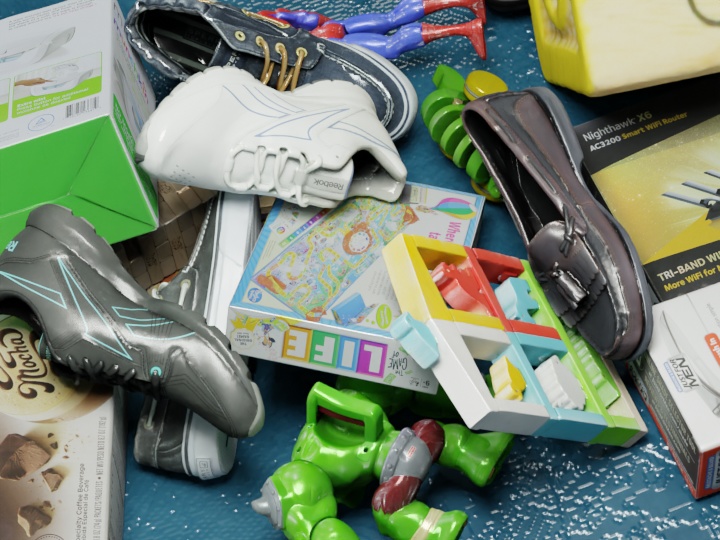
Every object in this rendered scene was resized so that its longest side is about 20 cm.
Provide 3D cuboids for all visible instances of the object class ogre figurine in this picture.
[{"bbox_3d":[0.018,0.118,1.473,0.119,0.098,0.201,28,72,9],"label":"ogre figurine"}]

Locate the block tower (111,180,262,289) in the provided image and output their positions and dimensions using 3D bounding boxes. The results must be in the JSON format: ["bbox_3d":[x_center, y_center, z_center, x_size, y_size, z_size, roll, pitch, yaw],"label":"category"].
[{"bbox_3d":[-0.155,-0.022,1.603,0.199,0.058,0.054,-31,58,-14],"label":"block tower"}]

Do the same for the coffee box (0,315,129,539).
[{"bbox_3d":[-0.204,0.116,1.499,0.112,0.080,0.201,-1,54,1],"label":"coffee box"}]

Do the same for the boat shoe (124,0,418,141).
[{"bbox_3d":[-0.063,-0.132,1.631,0.199,0.091,0.071,21,101,10],"label":"boat shoe"}]

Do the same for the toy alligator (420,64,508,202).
[{"bbox_3d":[0.093,-0.070,1.611,0.054,0.060,0.200,-9,48,-39],"label":"toy alligator"}]

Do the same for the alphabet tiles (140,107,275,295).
[{"bbox_3d":[-0.118,-0.048,1.655,0.198,0.006,0.167,-8,54,-1],"label":"alphabet tiles"}]

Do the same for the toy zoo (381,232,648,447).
[{"bbox_3d":[0.086,0.042,1.473,0.020,0.199,0.132,-42,58,27],"label":"toy zoo"}]

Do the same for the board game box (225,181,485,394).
[{"bbox_3d":[0.000,0.000,1.536,0.133,0.034,0.200,11,30,6],"label":"board game box"}]

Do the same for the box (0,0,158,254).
[{"bbox_3d":[-0.240,-0.081,1.581,0.199,0.097,0.177,-18,32,5],"label":"box"}]

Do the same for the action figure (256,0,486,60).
[{"bbox_3d":[-0.011,-0.159,1.700,0.198,0.052,0.066,-4,49,8],"label":"action figure"}]

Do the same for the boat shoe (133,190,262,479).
[{"bbox_3d":[-0.106,0.032,1.544,0.070,0.072,0.201,4,66,10],"label":"boat shoe"}]

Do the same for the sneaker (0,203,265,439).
[{"bbox_3d":[-0.145,0.046,1.469,0.200,0.076,0.079,37,66,17],"label":"sneaker"}]

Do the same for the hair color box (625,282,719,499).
[{"bbox_3d":[0.278,0.053,1.518,0.199,0.064,0.111,-18,55,-10],"label":"hair color box"}]

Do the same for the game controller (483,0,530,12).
[{"bbox_3d":[0.167,-0.243,1.743,0.199,0.042,0.105,-17,42,-7],"label":"game controller"}]

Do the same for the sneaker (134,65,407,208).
[{"bbox_3d":[-0.051,-0.079,1.539,0.199,0.075,0.087,-6,40,-38],"label":"sneaker"}]

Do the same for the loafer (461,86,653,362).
[{"bbox_3d":[0.118,-0.028,1.524,0.063,0.072,0.201,-3,57,-31],"label":"loafer"}]

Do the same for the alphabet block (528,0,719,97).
[{"bbox_3d":[0.214,-0.231,1.605,0.198,0.196,0.197,-12,97,-4],"label":"alphabet block"}]

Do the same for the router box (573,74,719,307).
[{"bbox_3d":[0.255,-0.054,1.601,0.199,0.052,0.158,-20,55,-10],"label":"router box"}]
